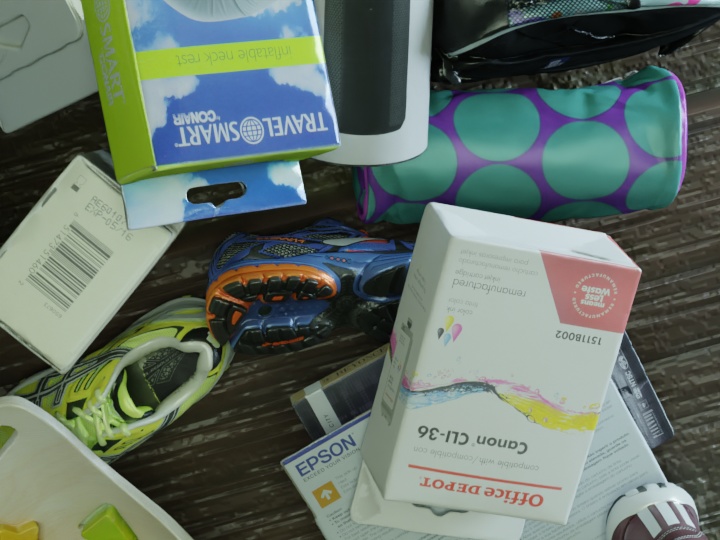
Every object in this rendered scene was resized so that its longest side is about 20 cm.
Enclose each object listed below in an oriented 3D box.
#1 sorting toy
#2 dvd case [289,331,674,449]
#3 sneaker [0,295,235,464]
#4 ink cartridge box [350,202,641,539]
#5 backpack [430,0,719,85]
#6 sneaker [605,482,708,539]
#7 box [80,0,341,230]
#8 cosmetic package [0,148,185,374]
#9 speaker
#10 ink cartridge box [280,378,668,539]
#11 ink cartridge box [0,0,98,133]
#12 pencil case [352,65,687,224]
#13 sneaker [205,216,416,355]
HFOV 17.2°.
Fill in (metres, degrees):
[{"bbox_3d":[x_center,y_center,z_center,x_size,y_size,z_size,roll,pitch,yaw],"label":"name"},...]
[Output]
[{"bbox_3d":[-0.203,0.168,1.403,0.200,0.107,0.180,-32,118,0],"label":"sorting toy"},{"bbox_3d":[0.076,0.089,1.456,0.200,0.016,0.149,-29,116,-1],"label":"dvd case"},{"bbox_3d":[-0.164,0.084,1.444,0.200,0.076,0.075,-39,95,2],"label":"sneaker"},{"bbox_3d":[0.073,0.073,1.363,0.116,0.068,0.201,9,107,-15],"label":"ink cartridge box"},{"bbox_3d":[0.121,-0.184,1.387,0.199,0.178,0.151,-4,91,-15],"label":"backpack"},{"bbox_3d":[0.192,0.236,1.421,0.075,0.116,0.201,-15,114,-7],"label":"sneaker"},{"bbox_3d":[-0.083,-0.129,1.254,0.122,0.048,0.201,-10,87,-35],"label":"box"},{"bbox_3d":[-0.159,-0.010,1.377,0.073,0.200,0.104,39,93,-3],"label":"cosmetic package"},{"bbox_3d":[0.001,-0.164,1.305,0.081,0.081,0.201,2,111,-2],"label":"speaker"},{"bbox_3d":[0.079,0.136,1.445,0.196,0.043,0.200,-30,111,1],"label":"ink cartridge box"},{"bbox_3d":[-0.133,-0.194,1.348,0.200,0.145,0.145,-37,101,-35],"label":"ink cartridge box"},{"bbox_3d":[0.093,-0.076,1.438,0.199,0.085,0.093,-3,61,-1],"label":"pencil case"},{"bbox_3d":[0.000,0.000,1.445,0.199,0.079,0.076,1,128,-18],"label":"sneaker"}]
